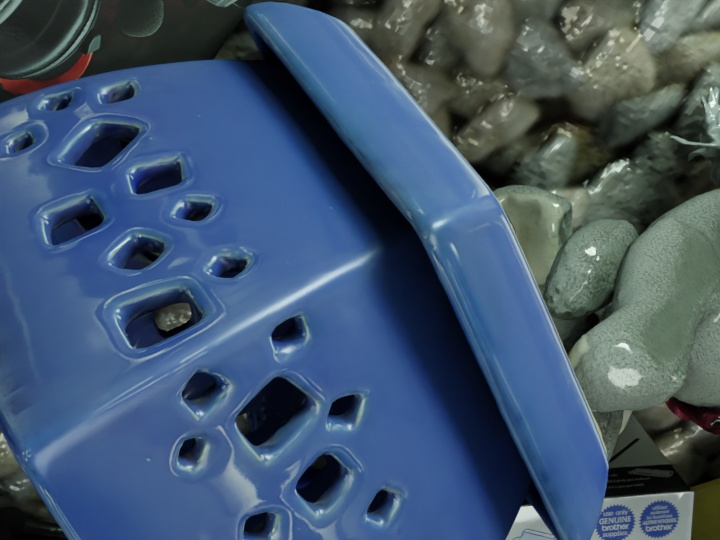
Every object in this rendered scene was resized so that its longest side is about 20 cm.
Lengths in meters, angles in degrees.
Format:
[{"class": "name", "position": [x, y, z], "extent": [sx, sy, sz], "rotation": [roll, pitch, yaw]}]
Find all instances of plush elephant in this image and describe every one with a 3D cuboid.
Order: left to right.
[{"class": "plush elephant", "position": [0.119, 0.033, 0.994], "extent": [0.165, 0.200, 0.155], "rotation": [25, 139, -27]}]

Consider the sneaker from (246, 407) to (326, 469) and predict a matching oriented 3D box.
[{"class": "sneaker", "position": [0.000, 0.000, 0.992], "extent": [0.078, 0.070, 0.200], "rotation": [-9, 128, -25]}]

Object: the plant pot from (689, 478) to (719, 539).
[{"class": "plant pot", "position": [0.158, 0.232, 1.120], "extent": [0.200, 0.196, 0.194], "rotation": [-12, 133, 25]}]

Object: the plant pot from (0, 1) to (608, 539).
[{"class": "plant pot", "position": [-0.033, 0.030, 0.835], "extent": [0.180, 0.200, 0.200], "rotation": [-30, 129, -4]}]

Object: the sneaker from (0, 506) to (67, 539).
[{"class": "sneaker", "position": [-0.177, 0.152, 1.055], "extent": [0.200, 0.079, 0.089], "rotation": [-17, 121, -12]}]

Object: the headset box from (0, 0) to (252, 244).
[{"class": "headset box", "position": [-0.144, -0.094, 0.875], "extent": [0.149, 0.075, 0.200], "rotation": [24, 116, -29]}]

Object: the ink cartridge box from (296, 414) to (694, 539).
[{"class": "ink cartridge box", "position": [0.042, 0.108, 1.053], "extent": [0.200, 0.094, 0.044], "rotation": [-4, 110, -11]}]
